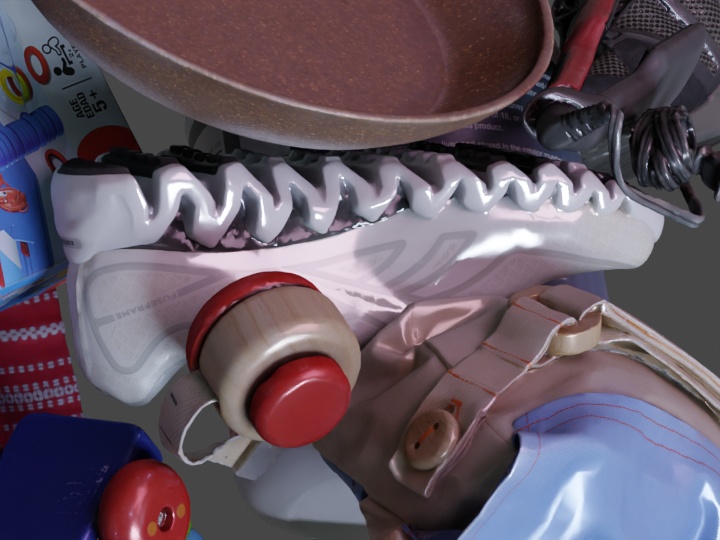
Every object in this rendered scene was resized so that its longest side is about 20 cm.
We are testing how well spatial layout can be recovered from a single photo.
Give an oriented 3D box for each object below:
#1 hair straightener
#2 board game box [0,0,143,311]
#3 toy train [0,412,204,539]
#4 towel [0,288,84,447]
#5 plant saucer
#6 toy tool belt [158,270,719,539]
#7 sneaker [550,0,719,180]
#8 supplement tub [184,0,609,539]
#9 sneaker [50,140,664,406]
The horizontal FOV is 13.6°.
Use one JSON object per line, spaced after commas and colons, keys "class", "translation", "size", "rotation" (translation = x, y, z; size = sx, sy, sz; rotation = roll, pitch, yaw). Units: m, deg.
{"class": "hair straightener", "translation": [0.098, -0.055, 0.990], "size": [0.077, 0.041, 0.200], "rotation": [29, 13, 2]}
{"class": "board game box", "translation": [-0.183, -0.065, 0.922], "size": [0.196, 0.056, 0.200], "rotation": [-27, 88, -43]}
{"class": "toy train", "translation": [-0.103, 0.154, 0.908], "size": [0.116, 0.084, 0.200], "rotation": [55, 50, -42]}
{"class": "towel", "translation": [-0.150, 0.010, 0.974], "size": [0.144, 0.022, 0.201], "rotation": [3, 67, -45]}
{"class": "plant saucer", "translation": [-0.036, -0.096, 0.963], "size": [0.200, 0.037, 0.201], "rotation": [18, 32, -12]}
{"class": "toy tool belt", "translation": [0.047, 0.071, 0.904], "size": [0.200, 0.125, 0.123], "rotation": [20, 25, -42]}
{"class": "sneaker", "translation": [0.100, -0.094, 1.256], "size": [0.199, 0.076, 0.115], "rotation": [-22, 84, -53]}
{"class": "supplement tub", "translation": [0.013, -0.015, 1.066], "size": [0.140, 0.140, 0.201], "rotation": [11, 62, -43]}
{"class": "sneaker", "translation": [0.000, 0.000, 0.951], "size": [0.199, 0.075, 0.081], "rotation": [-3, 96, -18]}
